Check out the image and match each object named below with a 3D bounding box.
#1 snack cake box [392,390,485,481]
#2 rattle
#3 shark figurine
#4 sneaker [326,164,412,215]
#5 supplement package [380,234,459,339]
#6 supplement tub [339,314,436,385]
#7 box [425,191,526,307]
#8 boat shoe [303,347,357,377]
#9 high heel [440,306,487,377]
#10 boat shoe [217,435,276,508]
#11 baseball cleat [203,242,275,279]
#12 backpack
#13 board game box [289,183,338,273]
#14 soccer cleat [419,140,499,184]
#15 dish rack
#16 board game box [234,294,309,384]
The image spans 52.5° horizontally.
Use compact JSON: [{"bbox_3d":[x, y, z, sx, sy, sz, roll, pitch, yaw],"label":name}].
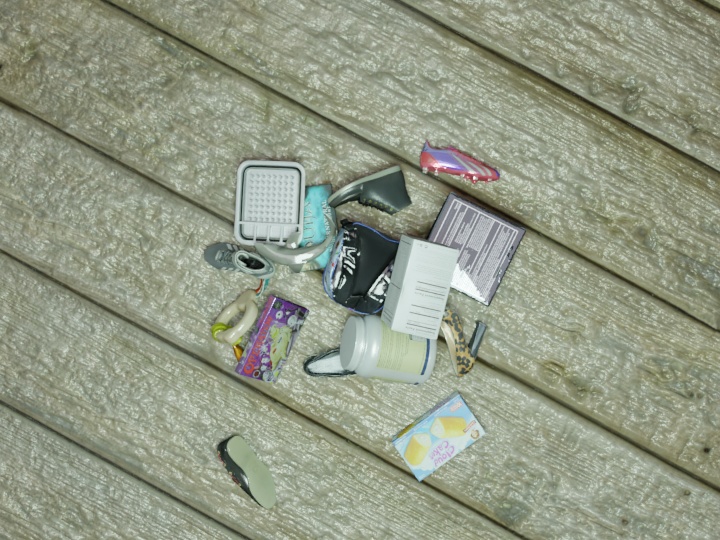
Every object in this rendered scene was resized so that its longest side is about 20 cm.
[{"bbox_3d":[0.188,0.397,1.759,0.199,0.067,0.116,-36,89,2],"label":"snack cake box"},{"bbox_3d":[-0.256,0.119,1.777,0.143,0.130,0.201,44,60,-16],"label":"rattle"},{"bbox_3d":[-0.128,-0.036,1.689,0.212,0.090,0.129,-18,129,17],"label":"shark figurine"},{"bbox_3d":[0.024,-0.168,1.746,0.198,0.075,0.107,-23,91,-6],"label":"sneaker"},{"bbox_3d":[0.129,0.034,1.608,0.108,0.114,0.203,13,97,-12],"label":"supplement package"},{"bbox_3d":[0.063,0.183,1.699,0.198,0.145,0.147,11,91,-17],"label":"supplement tub"},{"bbox_3d":[0.252,-0.051,1.722,0.197,0.123,0.202,27,93,1],"label":"box"},{"bbox_3d":[-0.044,0.222,1.765,0.197,0.066,0.076,-3,89,2],"label":"boat shoe"},{"bbox_3d":[0.196,0.162,1.751,0.198,0.071,0.144,23,85,-7],"label":"high heel"},{"bbox_3d":[-0.275,0.494,1.782,0.063,0.074,0.203,-23,103,40],"label":"boat shoe"},{"bbox_3d":[-0.298,-0.033,1.731,0.198,0.106,0.071,11,80,18],"label":"baseball cleat"},{"bbox_3d":[0.000,0.000,1.708,0.198,0.154,0.192,25,82,-13],"label":"backpack"},{"bbox_3d":[-0.121,-0.102,1.782,0.133,0.028,0.203,-9,90,2],"label":"board game box"},{"bbox_3d":[0.240,-0.258,1.752,0.197,0.067,0.078,11,87,4],"label":"soccer cleat"},{"bbox_3d":[-0.213,-0.159,1.752,0.169,0.044,0.203,3,92,9],"label":"dish rack"},{"bbox_3d":[-0.210,0.167,1.753,0.119,0.032,0.202,24,92,-41],"label":"board game box"}]
